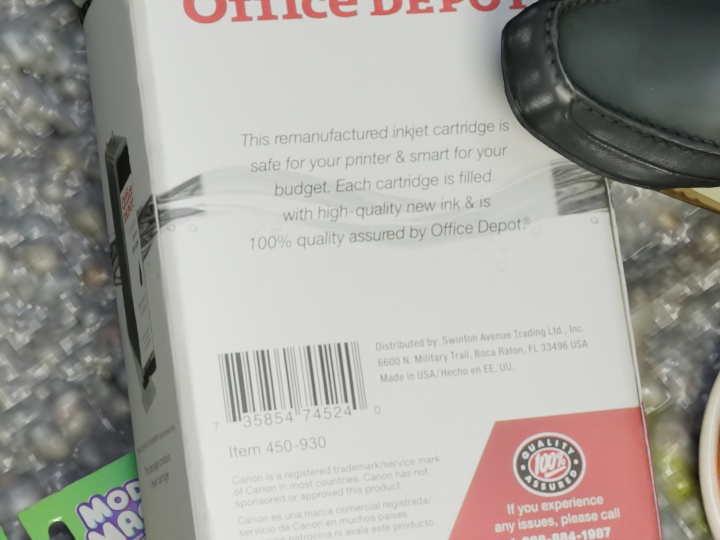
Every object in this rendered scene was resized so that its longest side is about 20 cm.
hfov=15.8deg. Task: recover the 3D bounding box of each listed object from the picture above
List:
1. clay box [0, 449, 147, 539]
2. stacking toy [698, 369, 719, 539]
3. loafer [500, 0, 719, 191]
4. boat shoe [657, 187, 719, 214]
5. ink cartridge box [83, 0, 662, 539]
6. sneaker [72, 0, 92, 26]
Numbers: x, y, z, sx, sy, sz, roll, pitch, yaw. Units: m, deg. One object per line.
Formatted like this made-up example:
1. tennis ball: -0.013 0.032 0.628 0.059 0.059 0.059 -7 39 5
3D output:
1. clay box: -0.059 0.165 0.820 0.115 0.048 0.200 -27 76 -16
2. stacking toy: 0.197 0.044 0.808 0.146 0.200 0.146 2 72 -6
3. loafer: 0.133 -0.061 0.803 0.200 0.070 0.068 4 71 -33
4. boat shoe: 0.123 -0.057 0.892 0.200 0.073 0.065 18 104 0
5. ink cartridge box: 0.000 0.000 0.810 0.147 0.083 0.200 -4 80 -17
6. sneaker: -0.069 -0.132 0.914 0.090 0.078 0.200 -23 81 -29
